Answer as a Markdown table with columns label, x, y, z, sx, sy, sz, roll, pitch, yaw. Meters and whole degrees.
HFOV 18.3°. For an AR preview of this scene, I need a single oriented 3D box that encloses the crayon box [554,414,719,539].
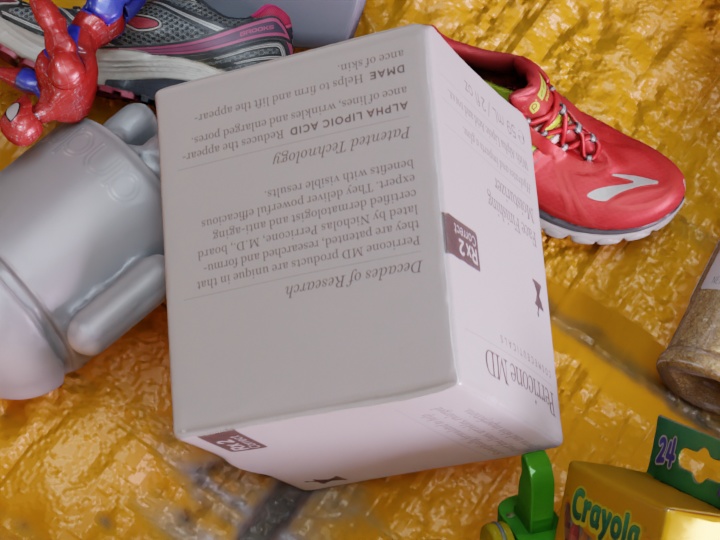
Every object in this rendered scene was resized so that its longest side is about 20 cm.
| label | x | y | z | sx | sy | sz | roll | pitch | yaw |
| --- | --- | --- | --- | --- | --- | --- | --- | --- | --- |
| crayon box | 0.141 | 0.179 | 1.161 | 0.052 | 0.126 | 0.200 | 10 | 93 | -18 |

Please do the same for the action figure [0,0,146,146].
| label | x | y | z | sx | sy | sz | roll | pitch | yaw |
| --- | --- | --- | --- | --- | --- | --- | --- | --- | --- |
| action figure | -0.161 | -0.158 | 1.247 | 0.099 | 0.065 | 0.200 | 25 | 66 | 10 |

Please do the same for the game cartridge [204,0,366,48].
| label | x | y | z | sx | sy | sz | roll | pitch | yaw |
| --- | --- | --- | --- | --- | --- | --- | --- | --- | --- |
| game cartridge | -0.054 | -0.228 | 1.311 | 0.133 | 0.042 | 0.200 | 5 | 112 | 15 |

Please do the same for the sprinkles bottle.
| label | x | y | z | sx | sy | sz | roll | pitch | yaw |
| --- | --- | --- | --- | --- | --- | --- | --- | --- | --- |
| sprinkles bottle | 0.246 | -0.011 | 1.326 | 0.068 | 0.068 | 0.200 | 28 | 71 | 4 |

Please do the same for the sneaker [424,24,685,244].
| label | x | y | z | sx | sy | sz | roll | pitch | yaw |
| --- | --- | --- | --- | --- | --- | --- | --- | --- | --- |
| sneaker | 0.102 | -0.082 | 1.319 | 0.200 | 0.085 | 0.077 | 24 | 60 | 2 |

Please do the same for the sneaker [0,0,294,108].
| label | x | y | z | sx | sy | sz | roll | pitch | yaw |
| --- | --- | --- | --- | --- | --- | --- | --- | --- | --- |
| sneaker | -0.137 | -0.136 | 1.311 | 0.200 | 0.081 | 0.075 | 14 | 88 | -1 |

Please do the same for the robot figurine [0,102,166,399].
| label | x | y | z | sx | sy | sz | roll | pitch | yaw |
| --- | --- | --- | --- | --- | --- | --- | --- | --- | --- |
| robot figurine | -0.172 | -0.007 | 1.253 | 0.200 | 0.113 | 0.170 | -42 | 40 | -18 |

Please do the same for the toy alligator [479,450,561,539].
| label | x | y | z | sx | sy | sz | roll | pitch | yaw |
| --- | --- | --- | --- | --- | --- | --- | --- | --- | --- |
| toy alligator | 0.101 | 0.195 | 1.246 | 0.059 | 0.054 | 0.200 | -10 | 99 | -14 |

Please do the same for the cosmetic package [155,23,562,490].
| label | x | y | z | sx | sy | sz | roll | pitch | yaw |
| --- | --- | --- | --- | --- | --- | --- | --- | --- | --- |
| cosmetic package | 0.000 | 0.000 | 1.215 | 0.165 | 0.165 | 0.200 | -13 | 71 | 21 |
